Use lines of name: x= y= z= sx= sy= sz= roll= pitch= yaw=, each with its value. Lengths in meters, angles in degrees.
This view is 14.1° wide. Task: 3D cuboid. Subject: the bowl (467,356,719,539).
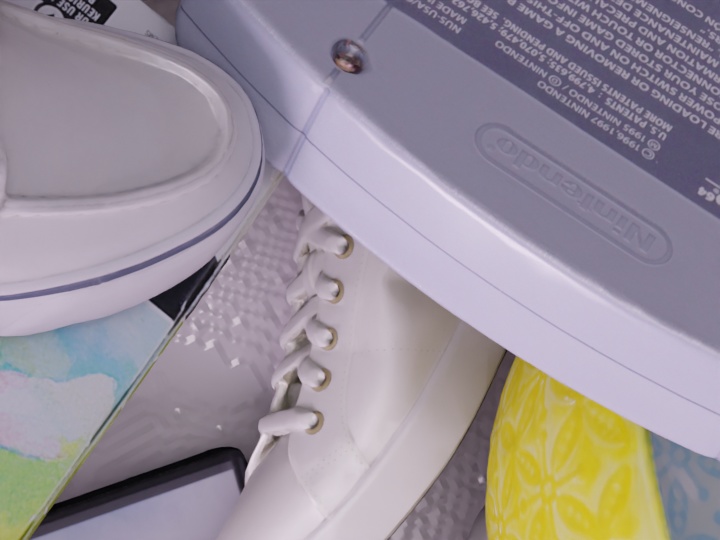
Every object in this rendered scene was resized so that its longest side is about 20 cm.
bowl: x=0.091 y=0.078 z=0.758 sx=0.108 sy=0.200 sz=0.201 roll=-24 pitch=92 yaw=35

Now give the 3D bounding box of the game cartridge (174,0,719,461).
game cartridge: x=0.061 y=-0.033 z=0.683 sx=0.200 sy=0.041 sz=0.133 roll=34 pitch=43 yaw=4

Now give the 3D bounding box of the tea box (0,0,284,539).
tea box: x=-0.156 y=-0.003 z=0.671 sx=0.200 sy=0.134 sz=0.197 roll=37 pitch=55 yaw=-6

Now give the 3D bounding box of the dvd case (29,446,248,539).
dvd case: x=-0.065 y=0.162 z=0.769 sx=0.142 sy=0.018 sz=0.201 roll=-18 pitch=92 yaw=-27

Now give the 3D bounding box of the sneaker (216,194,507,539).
sneaker: x=0.000 y=0.000 z=0.777 sx=0.085 sy=0.073 sz=0.200 roll=36 pitch=73 yaw=-14

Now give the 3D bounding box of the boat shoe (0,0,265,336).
boat shoe: x=-0.103 y=-0.029 z=0.589 sx=0.199 sy=0.065 sz=0.074 roll=-4 pitch=68 yaw=-30
